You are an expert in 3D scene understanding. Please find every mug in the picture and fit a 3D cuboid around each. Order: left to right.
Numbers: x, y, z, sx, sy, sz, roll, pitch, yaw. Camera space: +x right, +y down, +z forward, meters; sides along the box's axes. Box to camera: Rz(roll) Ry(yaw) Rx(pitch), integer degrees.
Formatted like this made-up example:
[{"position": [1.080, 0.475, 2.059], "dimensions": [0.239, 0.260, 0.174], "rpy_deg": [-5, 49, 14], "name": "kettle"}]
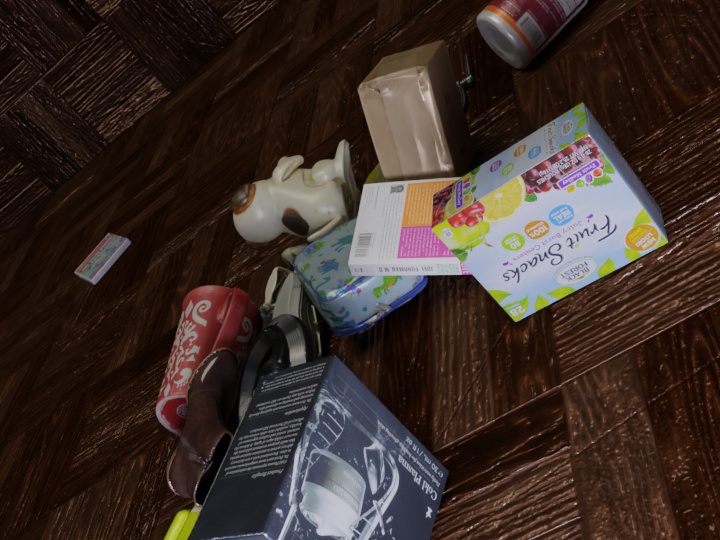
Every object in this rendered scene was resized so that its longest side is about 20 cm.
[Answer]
[{"position": [-0.233, 0.127, 1.450], "dimensions": [0.130, 0.180, 0.202], "rpy_deg": [6, 46, 7], "name": "mug"}]

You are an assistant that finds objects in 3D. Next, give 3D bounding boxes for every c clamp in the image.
[{"position": [0.119, -0.269, 1.663], "dimensions": [0.198, 0.027, 0.172], "rpy_deg": [-34, 33, 21], "name": "c clamp"}]

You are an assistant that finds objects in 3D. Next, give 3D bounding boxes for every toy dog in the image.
[{"position": [-0.106, -0.096, 1.546], "dimensions": [0.195, 0.141, 0.197], "rpy_deg": [-6, 50, 13], "name": "toy dog"}]

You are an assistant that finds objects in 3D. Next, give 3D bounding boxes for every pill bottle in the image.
[{"position": [0.288, -0.431, 1.535], "dimensions": [0.200, 0.114, 0.114], "rpy_deg": [-46, 25, -2], "name": "pill bottle"}]

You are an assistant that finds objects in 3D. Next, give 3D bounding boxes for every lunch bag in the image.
[{"position": [0.000, 0.000, 1.349], "dimensions": [0.159, 0.083, 0.200], "rpy_deg": [-33, 25, -7], "name": "lunch bag"}]

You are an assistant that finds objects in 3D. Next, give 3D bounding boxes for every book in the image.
[{"position": [0.090, -0.055, 1.246], "dimensions": [0.195, 0.048, 0.136], "rpy_deg": [0, 53, 16], "name": "book"}]

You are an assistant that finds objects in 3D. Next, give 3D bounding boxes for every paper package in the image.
[{"position": [0.084, -0.208, 1.368], "dimensions": [0.101, 0.194, 0.201], "rpy_deg": [-12, 21, 17], "name": "paper package"}]

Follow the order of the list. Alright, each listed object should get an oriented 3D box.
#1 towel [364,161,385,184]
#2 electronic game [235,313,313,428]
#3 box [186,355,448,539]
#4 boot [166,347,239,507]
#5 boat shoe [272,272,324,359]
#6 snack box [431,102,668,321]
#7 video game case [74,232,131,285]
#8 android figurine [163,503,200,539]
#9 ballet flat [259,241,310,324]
[{"position": [0.035, -0.126, 1.524], "dimensions": [0.144, 0.022, 0.202], "rpy_deg": [-53, 18, 36], "name": "towel"}, {"position": [-0.115, 0.158, 1.285], "dimensions": [0.199, 0.041, 0.204], "rpy_deg": [-37, 46, 51], "name": "electronic game"}, {"position": [-0.034, 0.229, 0.943], "dimensions": [0.123, 0.200, 0.199], "rpy_deg": [-19, 36, 41], "name": "box"}, {"position": [-0.188, 0.202, 1.264], "dimensions": [0.166, 0.071, 0.204], "rpy_deg": [-3, 64, 65], "name": "boot"}, {"position": [-0.088, 0.081, 1.409], "dimensions": [0.071, 0.063, 0.202], "rpy_deg": [-57, 23, 30], "name": "boat shoe"}, {"position": [0.202, -0.056, 1.045], "dimensions": [0.198, 0.169, 0.068], "rpy_deg": [-29, 32, 28], "name": "snack box"}, {"position": [-0.673, -0.033, 2.519], "dimensions": [0.144, 0.017, 0.199], "rpy_deg": [-52, 26, -14], "name": "video game case"}, {"position": [-0.183, 0.328, 1.213], "dimensions": [0.180, 0.041, 0.202], "rpy_deg": [-17, 39, 46], "name": "android figurine"}, {"position": [-0.104, 0.004, 1.539], "dimensions": [0.071, 0.072, 0.202], "rpy_deg": [-14, 39, 47], "name": "ballet flat"}]
